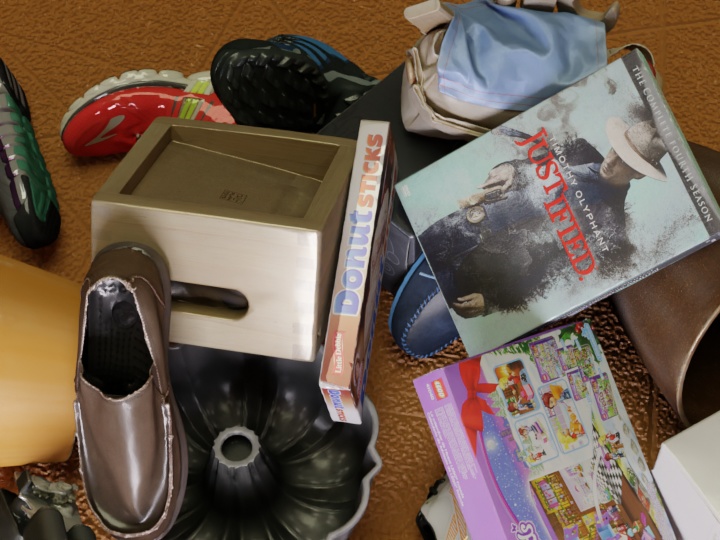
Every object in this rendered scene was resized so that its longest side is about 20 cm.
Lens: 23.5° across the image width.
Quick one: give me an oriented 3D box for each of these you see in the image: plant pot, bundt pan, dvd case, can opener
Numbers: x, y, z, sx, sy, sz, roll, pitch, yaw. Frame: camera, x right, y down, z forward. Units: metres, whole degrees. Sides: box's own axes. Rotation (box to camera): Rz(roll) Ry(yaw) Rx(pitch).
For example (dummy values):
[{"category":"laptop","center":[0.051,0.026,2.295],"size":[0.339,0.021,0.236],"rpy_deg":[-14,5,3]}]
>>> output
[{"category":"plant pot","center":[-0.287,0.060,1.217],"size":[0.183,0.200,0.200],"rpy_deg":[8,57,-12]},{"category":"bundt pan","center":[-0.084,0.141,1.216],"size":[0.202,0.076,0.202],"rpy_deg":[-1,57,1]},{"category":"dvd case","center":[0.136,-0.043,1.196],"size":[0.200,0.022,0.146],"rpy_deg":[-28,73,18]},{"category":"plant pot","center":[0.248,-0.010,1.263],"size":[0.187,0.187,0.200],"rpy_deg":[-27,48,-15]},{"category":"can opener","center":[-0.206,0.192,1.157],"size":[0.066,0.053,0.200],"rpy_deg":[-56,26,4]}]

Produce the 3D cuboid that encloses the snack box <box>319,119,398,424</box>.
[{"category":"snack box","center":[0.000,0.000,1.198],"size":[0.024,0.072,0.200],"rpy_deg":[5,67,8]}]

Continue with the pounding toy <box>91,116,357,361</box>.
[{"category":"pounding toy","center":[-0.110,-0.017,1.234],"size":[0.200,0.142,0.184],"rpy_deg":[8,27,8]}]

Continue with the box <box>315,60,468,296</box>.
[{"category":"box","center":[0.064,-0.091,1.344],"size":[0.122,0.106,0.200],"rpy_deg":[38,66,22]}]

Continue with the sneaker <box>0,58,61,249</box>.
[{"category":"sneaker","center":[-0.298,-0.081,1.376],"size":[0.087,0.074,0.200],"rpy_deg":[-24,50,2]}]

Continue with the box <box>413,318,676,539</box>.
[{"category":"box","center":[0.131,0.144,1.161],"size":[0.137,0.039,0.200],"rpy_deg":[-15,81,-35]}]

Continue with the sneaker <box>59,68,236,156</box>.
[{"category":"sneaker","center":[-0.141,-0.112,1.382],"size":[0.200,0.077,0.085],"rpy_deg":[-8,63,-3]}]

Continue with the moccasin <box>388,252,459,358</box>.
[{"category":"moccasin","center":[0.099,-0.006,1.258],"size":[0.200,0.080,0.068],"rpy_deg":[-48,45,17]}]

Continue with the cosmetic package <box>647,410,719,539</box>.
[{"category":"cosmetic package","center":[0.303,0.127,1.200],"size":[0.200,0.108,0.085],"rpy_deg":[-28,63,-14]}]

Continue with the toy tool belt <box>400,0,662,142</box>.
[{"category":"toy tool belt","center":[0.128,-0.154,1.249],"size":[0.200,0.123,0.125],"rpy_deg":[0,61,-3]}]

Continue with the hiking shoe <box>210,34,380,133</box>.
[{"category":"hiking shoe","center":[-0.061,-0.144,1.321],"size":[0.087,0.200,0.074],"rpy_deg":[41,105,28]}]

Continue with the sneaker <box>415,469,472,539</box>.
[{"category":"sneaker","center":[0.081,0.150,1.210],"size":[0.080,0.074,0.200],"rpy_deg":[6,57,8]}]

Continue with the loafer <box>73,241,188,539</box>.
[{"category":"loafer","center":[-0.159,0.084,1.119],"size":[0.073,0.071,0.200],"rpy_deg":[-4,97,9]}]
